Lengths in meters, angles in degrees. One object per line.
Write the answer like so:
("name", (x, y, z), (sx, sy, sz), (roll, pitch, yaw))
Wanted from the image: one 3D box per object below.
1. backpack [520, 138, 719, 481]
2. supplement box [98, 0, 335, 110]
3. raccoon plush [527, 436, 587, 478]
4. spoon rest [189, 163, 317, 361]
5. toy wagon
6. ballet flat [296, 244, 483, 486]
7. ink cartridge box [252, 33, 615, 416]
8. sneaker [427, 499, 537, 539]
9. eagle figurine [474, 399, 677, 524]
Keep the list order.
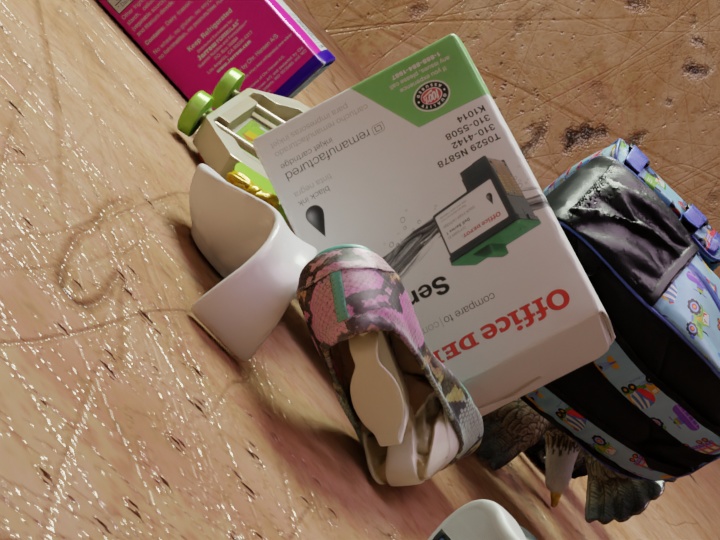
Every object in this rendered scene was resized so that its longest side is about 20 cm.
("backpack", (0.179, 0.038, 1.208), (0.200, 0.135, 0.183), (43, -37, -2))
("supplement box", (-0.125, -0.206, 1.404), (0.200, 0.103, 0.101), (49, 9, -4))
("raccoon plush", (0.174, 0.080, 1.512), (0.200, 0.134, 0.097), (53, 11, 33))
("spoon rest", (-0.055, -0.011, 0.980), (0.099, 0.061, 0.200), (46, 9, -14))
("toy wagon", (-0.053, -0.070, 1.234), (0.155, 0.040, 0.200), (33, 25, 3))
("ballet flat", (0.017, 0.068, 0.936), (0.200, 0.069, 0.071), (62, 19, -49))
("ink cartridge box", (0.045, -0.016, 1.081), (0.200, 0.146, 0.084), (63, 4, 19))
("sneaker", (0.096, 0.182, 0.809), (0.112, 0.073, 0.200), (44, 7, -17))
("eagle figurine", (0.158, 0.109, 1.343), (0.200, 0.151, 0.151), (11, 57, -85))
